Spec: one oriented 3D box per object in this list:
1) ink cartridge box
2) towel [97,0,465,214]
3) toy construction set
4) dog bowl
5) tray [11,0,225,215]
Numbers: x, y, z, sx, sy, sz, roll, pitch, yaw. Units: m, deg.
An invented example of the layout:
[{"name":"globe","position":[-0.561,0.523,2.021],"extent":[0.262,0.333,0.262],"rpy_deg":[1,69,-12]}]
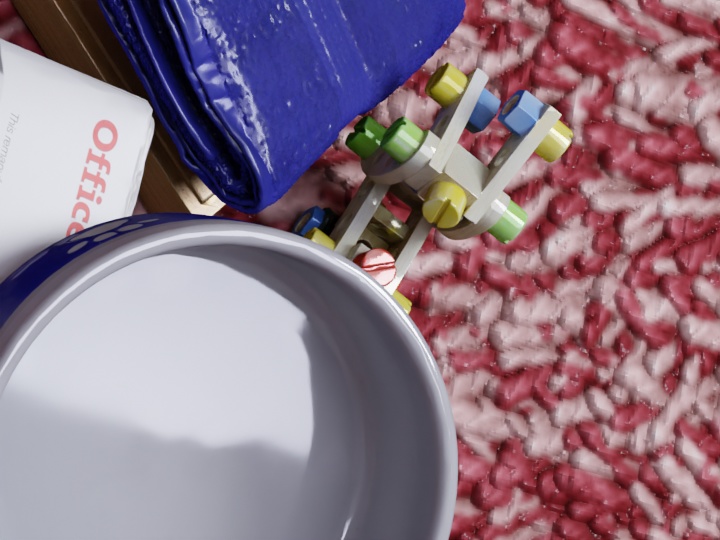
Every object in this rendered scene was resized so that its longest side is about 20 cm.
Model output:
[{"name":"ink cartridge box","position":[-0.199,-0.031,1.056],"extent":[0.200,0.084,0.146],"rpy_deg":[23,74,-33]},{"name":"towel","position":[-0.035,-0.130,1.163],"extent":[0.200,0.049,0.148],"rpy_deg":[-44,117,-46]},{"name":"toy construction set","position":[0.000,0.000,1.163],"extent":[0.200,0.131,0.092],"rpy_deg":[-44,101,-27]},{"name":"dog bowl","position":[-0.067,0.078,1.027],"extent":[0.200,0.079,0.201],"rpy_deg":[-3,97,-21]},{"name":"tray","position":[-0.099,-0.127,1.165],"extent":[0.099,0.037,0.200],"rpy_deg":[-42,110,-30]}]
